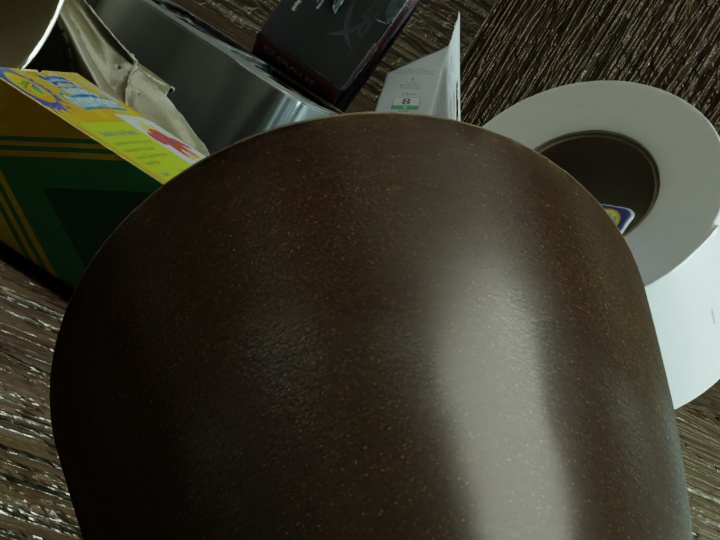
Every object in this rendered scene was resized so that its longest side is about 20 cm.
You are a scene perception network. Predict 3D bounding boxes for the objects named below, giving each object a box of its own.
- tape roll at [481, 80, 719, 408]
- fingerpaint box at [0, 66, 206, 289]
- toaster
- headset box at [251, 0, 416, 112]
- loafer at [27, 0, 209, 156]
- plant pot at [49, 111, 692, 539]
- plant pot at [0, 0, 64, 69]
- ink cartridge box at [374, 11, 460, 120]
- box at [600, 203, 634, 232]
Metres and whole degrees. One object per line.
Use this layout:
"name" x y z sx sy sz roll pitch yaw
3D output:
"tape roll" 0.164 -0.012 1.469 0.203 0.203 0.139 37 -19 38
"fingerpaint box" -0.123 -0.032 1.107 0.167 0.073 0.200 33 7 2
"toaster" -0.113 -0.098 1.424 0.181 0.119 0.200 33 7 19
"headset box" -0.013 -0.182 1.539 0.075 0.149 0.200 35 -15 0
"loafer" -0.160 -0.103 1.314 0.067 0.076 0.200 -5 54 -49
"plant pot" 0.015 0.086 0.567 0.187 0.187 0.200 29 22 -25
"plant pot" -0.296 -0.199 1.195 0.200 0.188 0.187 20 -1 37
"ink cartridge box" 0.043 -0.082 1.565 0.050 0.161 0.200 2 30 6
"box" 0.065 -0.012 1.373 0.200 0.121 0.032 12 -47 30
